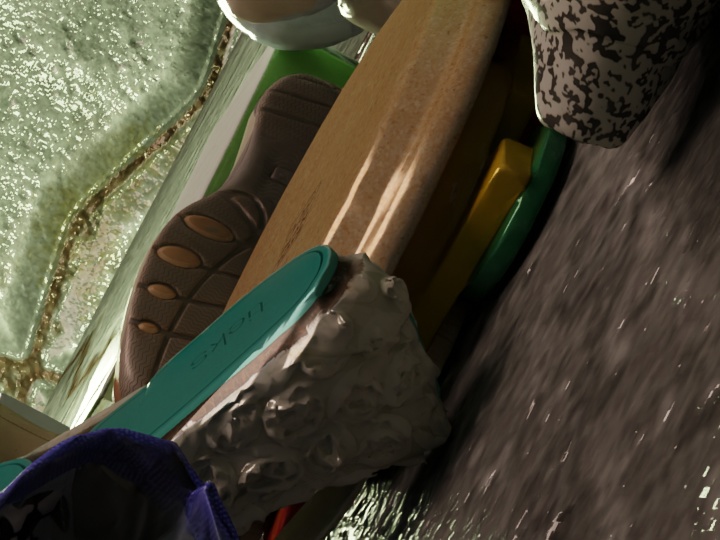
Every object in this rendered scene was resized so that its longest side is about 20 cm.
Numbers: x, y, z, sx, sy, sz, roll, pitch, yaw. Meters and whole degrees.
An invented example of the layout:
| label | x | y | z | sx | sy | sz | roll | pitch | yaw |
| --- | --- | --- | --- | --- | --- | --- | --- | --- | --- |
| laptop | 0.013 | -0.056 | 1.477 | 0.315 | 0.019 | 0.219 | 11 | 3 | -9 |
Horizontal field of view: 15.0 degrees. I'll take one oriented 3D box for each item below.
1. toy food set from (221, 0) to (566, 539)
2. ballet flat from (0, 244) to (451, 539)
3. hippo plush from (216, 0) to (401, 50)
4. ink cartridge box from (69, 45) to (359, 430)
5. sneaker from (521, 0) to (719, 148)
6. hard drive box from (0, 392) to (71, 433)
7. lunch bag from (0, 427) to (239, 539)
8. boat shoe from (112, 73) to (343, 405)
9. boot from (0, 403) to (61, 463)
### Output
| label | x | y | z | sx | sy | sz | roll | pitch | yaw |
| --- | --- | --- | --- | --- | --- | --- | --- | --- | --- |
| toy food set | 0.000 | 0.000 | 0.806 | 0.200 | 0.048 | 0.198 | -58 | 8 | 26 |
| ballet flat | -0.061 | 0.071 | 0.698 | 0.200 | 0.072 | 0.072 | -33 | 16 | 15 |
| hippo plush | -0.018 | -0.175 | 1.104 | 0.201 | 0.159 | 0.161 | -64 | 14 | -13 |
| ink cartridge box | -0.059 | 0.006 | 1.159 | 0.104 | 0.059 | 0.201 | -50 | 13 | 57 |
| sneaker | 0.061 | -0.092 | 0.664 | 0.200 | 0.077 | 0.089 | -67 | -4 | -63 |
| hard drive box | -0.243 | 0.202 | 1.672 | 0.200 | 0.077 | 0.156 | -58 | 8 | 26 |
| lunch bag | -0.087 | 0.149 | 0.567 | 0.170 | 0.123 | 0.201 | 126 | 162 | -53 |
| boat shoe | -0.038 | 0.007 | 0.992 | 0.072 | 0.076 | 0.200 | -61 | -3 | 38 |
| boot | -0.169 | 0.121 | 1.114 | 0.200 | 0.155 | 0.073 | -58 | 7 | 40 |
